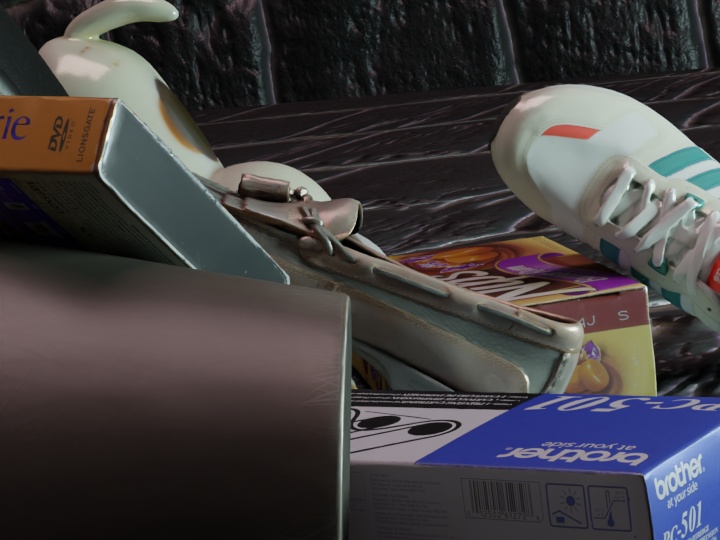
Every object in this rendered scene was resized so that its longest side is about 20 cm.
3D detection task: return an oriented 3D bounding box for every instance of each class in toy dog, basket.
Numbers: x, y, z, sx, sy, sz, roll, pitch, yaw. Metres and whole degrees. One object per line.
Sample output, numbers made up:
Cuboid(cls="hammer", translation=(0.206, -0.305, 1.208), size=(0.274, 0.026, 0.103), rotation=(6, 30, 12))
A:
Cuboid(cls="toy dog", translation=(-0.104, -0.036, 1.255), size=(0.199, 0.195, 0.140), rotation=(28, 0, 8))
Cuboid(cls="basket", translation=(-0.103, 0.060, 0.707), size=(0.198, 0.181, 0.136), rotation=(1, -30, 0))

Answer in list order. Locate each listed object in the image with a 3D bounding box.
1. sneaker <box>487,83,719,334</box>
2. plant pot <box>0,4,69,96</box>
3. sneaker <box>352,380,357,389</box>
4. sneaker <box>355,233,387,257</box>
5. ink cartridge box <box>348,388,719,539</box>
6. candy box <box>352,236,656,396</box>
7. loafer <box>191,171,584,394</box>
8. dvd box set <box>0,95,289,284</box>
Cuboid(cls="sneaker", translation=(0.153, -0.020, 1.026), size=(0.199, 0.071, 0.093), rotation=(32, 5, -16))
Cuboid(cls="plant pot", translation=(-0.235, -0.057, 1.065), size=(0.199, 0.178, 0.200), rotation=(-27, 38, -5))
Cuboid(cls="sneaker", translation=(-0.076, 0.059, 0.915), size=(0.088, 0.076, 0.199), rotation=(-45, -30, 22))
Cuboid(cls="sneaker", translation=(-0.040, 0.023, 1.066), size=(0.086, 0.076, 0.199), rotation=(2, -14, -41))
Cuboid(cls="ink cartridge box", translation=(0.039, 0.076, 0.812), size=(0.199, 0.045, 0.094), rotation=(-1, 12, 36))
Cuboid(cls="candy box", translation=(0.059, 0.027, 1.082), size=(0.116, 0.057, 0.200), rotation=(-8, 7, -7))
Cuboid(cls="loafer", translation=(0.000, 0.000, 0.936), size=(0.199, 0.063, 0.072), rotation=(32, 13, -2))
Cuboid(cls="dvd box set", translation=(-0.141, -0.018, 0.772), size=(0.199, 0.030, 0.146), rotation=(3, -22, 24))
